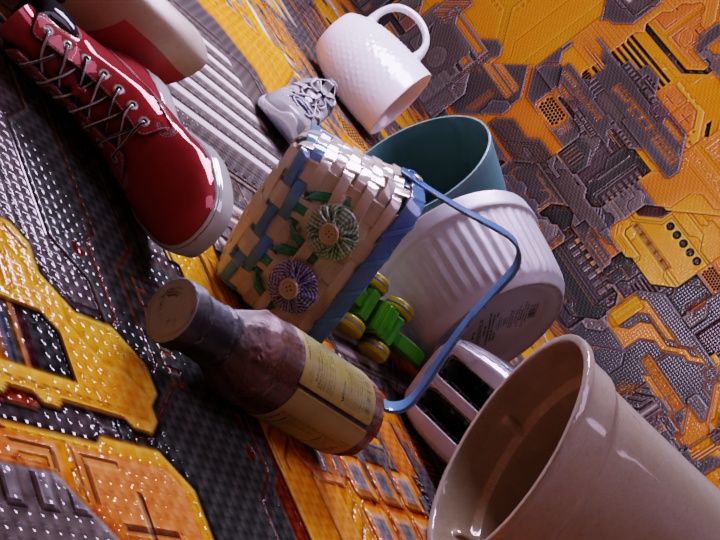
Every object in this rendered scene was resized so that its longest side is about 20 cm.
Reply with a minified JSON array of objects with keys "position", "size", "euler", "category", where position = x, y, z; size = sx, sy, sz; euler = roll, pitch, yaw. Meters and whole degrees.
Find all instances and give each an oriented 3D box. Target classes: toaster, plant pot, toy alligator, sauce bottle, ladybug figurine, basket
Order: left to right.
[{"position":[-0.191,-0.199,0.814],"size":[0.136,0.072,0.200],"euler":[45,4,23],"category":"ladybug figurine"},{"position":[-0.057,0.062,0.667],"size":[0.200,0.066,0.066],"euler":[42,17,-48],"category":"sauce bottle"},{"position":[-0.011,0.025,0.966],"size":[0.054,0.060,0.200],"euler":[5,-35,50],"category":"toy alligator"},{"position":[0.000,0.000,0.808],"size":[0.199,0.177,0.139],"euler":[31,17,-13],"category":"basket"},{"position":[0.092,-0.063,1.272],"size":[0.201,0.199,0.162],"euler":[-105,168,-58],"category":"plant pot"},{"position":[0.128,0.144,0.982],"size":[0.200,0.114,0.129],"euler":[43,5,40],"category":"toaster"},{"position":[0.181,0.184,0.804],"size":[0.183,0.201,0.201],"euler":[35,15,-7],"category":"plant pot"}]

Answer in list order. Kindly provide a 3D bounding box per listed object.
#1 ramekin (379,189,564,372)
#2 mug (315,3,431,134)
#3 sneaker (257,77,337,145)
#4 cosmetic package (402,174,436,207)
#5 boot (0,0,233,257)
[{"position":[0.113,0.025,1.067],"size":[0.200,0.200,0.106],"euler":[34,22,-56],"category":"ramekin"},{"position":[0.030,-0.368,1.806],"size":[0.176,0.200,0.148],"euler":[48,7,4],"category":"mug"},{"position":[-0.070,-0.208,1.282],"size":[0.075,0.082,0.200],"euler":[51,13,-13],"category":"sneaker"},{"position":[0.100,-0.045,1.433],"size":[0.200,0.103,0.073],"euler":[46,15,-26],"category":"cosmetic package"},{"position":[-0.168,-0.100,0.684],"size":[0.144,0.072,0.200],"euler":[38,12,-50],"category":"boot"}]
